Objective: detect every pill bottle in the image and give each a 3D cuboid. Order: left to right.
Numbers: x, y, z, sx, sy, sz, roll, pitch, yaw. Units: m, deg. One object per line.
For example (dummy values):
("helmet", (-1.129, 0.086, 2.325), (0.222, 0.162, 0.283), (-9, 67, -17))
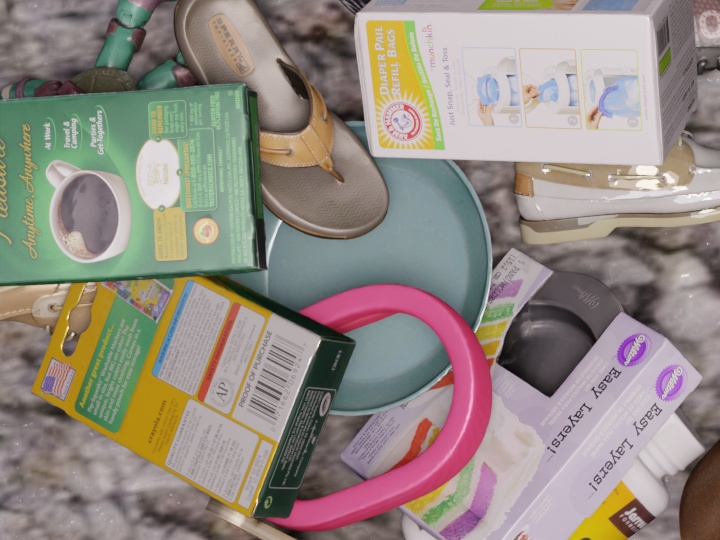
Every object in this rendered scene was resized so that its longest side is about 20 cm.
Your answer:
("pill bottle", (0.133, 0.151, 1.561), (0.200, 0.109, 0.109), (-38, 93, 7))

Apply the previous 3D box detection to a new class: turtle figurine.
("turtle figurine", (-0.170, -0.101, 1.562), (0.149, 0.101, 0.200), (36, 90, -5))

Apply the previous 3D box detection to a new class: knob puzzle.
("knob puzzle", (-0.029, 0.206, 1.545), (0.219, 0.220, 0.031), (27, 83, 0))

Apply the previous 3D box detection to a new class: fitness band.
("fitness band", (-0.006, 0.089, 1.501), (0.199, 0.037, 0.144), (-24, 68, 25))

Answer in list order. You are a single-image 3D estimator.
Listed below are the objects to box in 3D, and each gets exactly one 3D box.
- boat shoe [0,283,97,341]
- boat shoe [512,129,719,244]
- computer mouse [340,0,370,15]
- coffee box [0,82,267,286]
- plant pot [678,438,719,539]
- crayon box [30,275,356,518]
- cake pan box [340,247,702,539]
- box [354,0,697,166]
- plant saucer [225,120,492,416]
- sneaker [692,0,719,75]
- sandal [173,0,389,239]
("boat shoe", (-0.199, 0.020, 1.587), (0.199, 0.071, 0.065), (-16, 95, 4))
("boat shoe", (0.201, -0.067, 1.549), (0.199, 0.075, 0.069), (-10, 102, 6))
("computer mouse", (0.006, -0.280, 1.554), (0.140, 0.046, 0.201), (24, 109, -3))
("coffee box", (-0.163, -0.054, 1.482), (0.199, 0.044, 0.124), (-5, 87, 8))
("plant pot", (0.324, 0.125, 1.464), (0.186, 0.188, 0.200), (22, 139, 1))
("crayon box", (-0.112, 0.065, 1.515), (0.199, 0.051, 0.126), (25, 98, 29))
("cake pan box", (0.104, 0.094, 1.508), (0.200, 0.184, 0.052), (-49, 128, -4))
("box", (0.109, -0.137, 1.492), (0.199, 0.113, 0.102), (3, 116, 21))
("plant saucer", (0.000, 0.000, 1.566), (0.199, 0.036, 0.202), (-3, 82, 20))
("sneaker", (0.256, -0.166, 1.536), (0.199, 0.071, 0.099), (20, 97, 3))
("sandal", (-0.051, -0.106, 1.514), (0.081, 0.055, 0.201), (-32, 96, -15))
